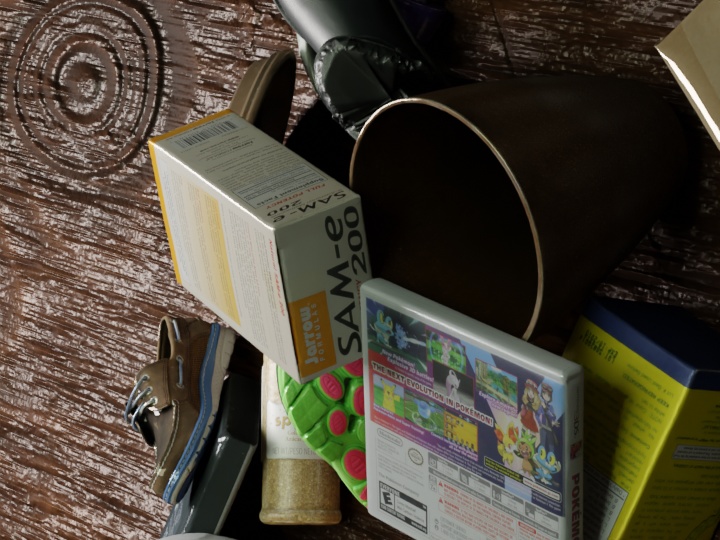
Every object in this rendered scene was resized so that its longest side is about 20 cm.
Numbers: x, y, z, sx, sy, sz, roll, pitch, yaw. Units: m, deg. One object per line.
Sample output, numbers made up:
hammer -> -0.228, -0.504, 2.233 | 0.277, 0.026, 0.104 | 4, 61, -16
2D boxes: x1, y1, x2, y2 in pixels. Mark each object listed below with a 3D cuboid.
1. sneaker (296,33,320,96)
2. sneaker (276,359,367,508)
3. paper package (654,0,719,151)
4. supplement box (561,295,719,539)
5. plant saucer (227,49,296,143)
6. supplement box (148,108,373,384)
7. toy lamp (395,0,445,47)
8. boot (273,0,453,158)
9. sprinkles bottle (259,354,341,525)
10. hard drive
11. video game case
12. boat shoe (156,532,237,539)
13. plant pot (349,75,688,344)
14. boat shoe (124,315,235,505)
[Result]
sneaker -> -0.015, -0.227, 1.809 | 0.089, 0.073, 0.201 | -94, 4, -58
sneaker -> -0.019, 0.105, 1.758 | 0.076, 0.201, 0.084 | -33, 40, -9
paper package -> 0.307, -0.087, 1.433 | 0.103, 0.190, 0.201 | -45, 57, 29
supplement box -> 0.185, 0.133, 1.590 | 0.109, 0.109, 0.201 | 37, 111, 41
plant saucer -> -0.094, -0.083, 1.855 | 0.029, 0.200, 0.202 | 18, 101, 4
supplement box -> -0.069, -0.021, 1.664 | 0.200, 0.073, 0.127 | 36, 142, 51
toy lamp -> 0.059, -0.261, 1.800 | 0.058, 0.058, 0.201 | 30, 106, 43
boot -> -0.006, -0.168, 1.697 | 0.076, 0.168, 0.200 | -40, 89, 11
sprinkles bottle -> -0.047, 0.103, 1.858 | 0.068, 0.068, 0.202 | -5, 83, 45
hard drive -> -0.133, 0.198, 1.906 | 0.140, 0.033, 0.201 | -93, 25, -71
video game case -> 0.074, 0.118, 1.566 | 0.199, 0.023, 0.184 | 24, 125, 44
boat shoe -> -0.091, 0.258, 1.809 | 0.198, 0.070, 0.071 | 11, 108, 5
plant pot -> 0.127, -0.057, 1.594 | 0.186, 0.199, 0.188 | 28, 130, 40
boat shoe -> -0.156, 0.112, 1.896 | 0.201, 0.072, 0.073 | -80, 13, -55
